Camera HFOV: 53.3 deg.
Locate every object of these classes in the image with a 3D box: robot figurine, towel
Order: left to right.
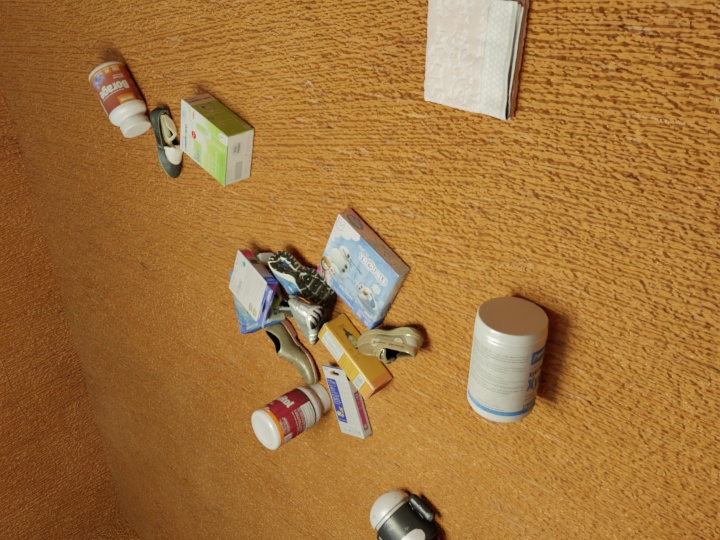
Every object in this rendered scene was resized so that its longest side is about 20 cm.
[{"bbox_3d":[0.114,0.641,1.778,0.200,0.150,0.125,45,168,22],"label":"robot figurine"},{"bbox_3d":[0.184,-0.364,1.198,0.191,0.032,0.201,27,129,38],"label":"towel"}]

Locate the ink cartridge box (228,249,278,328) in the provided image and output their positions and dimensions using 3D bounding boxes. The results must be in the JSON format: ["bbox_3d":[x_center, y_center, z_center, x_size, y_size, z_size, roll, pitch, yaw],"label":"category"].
[{"bbox_3d":[-0.271,0.045,1.844,0.200,0.042,0.120,45,126,43],"label":"ink cartridge box"}]

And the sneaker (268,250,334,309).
[{"bbox_3d":[-0.141,0.032,1.778,0.200,0.079,0.089,38,159,20],"label":"sneaker"}]

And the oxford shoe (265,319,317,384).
[{"bbox_3d":[-0.188,0.229,1.931,0.200,0.075,0.070,55,142,11],"label":"oxford shoe"}]

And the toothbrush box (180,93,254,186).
[{"bbox_3d":[-0.365,-0.332,1.811,0.200,0.086,0.146,41,137,29],"label":"toothbrush box"}]

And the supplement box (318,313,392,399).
[{"bbox_3d":[-0.015,0.206,1.725,0.200,0.066,0.069,53,144,14],"label":"supplement box"}]

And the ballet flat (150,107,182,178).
[{"bbox_3d":[-0.539,-0.359,2.016,0.068,0.068,0.201,-4,108,41],"label":"ballet flat"}]

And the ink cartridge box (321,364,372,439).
[{"bbox_3d":[-0.035,0.331,1.845,0.094,0.037,0.201,2,114,50],"label":"ink cartridge box"}]

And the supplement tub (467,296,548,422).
[{"bbox_3d":[0.268,0.165,1.319,0.132,0.132,0.201,28,131,37],"label":"supplement tub"}]

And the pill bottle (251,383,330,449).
[{"bbox_3d":[-0.180,0.379,1.904,0.113,0.200,0.113,26,129,38],"label":"pill bottle"}]

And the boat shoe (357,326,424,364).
[{"bbox_3d":[0.056,0.172,1.602,0.071,0.065,0.200,35,150,-26],"label":"boat shoe"}]

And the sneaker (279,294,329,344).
[{"bbox_3d":[-0.143,0.108,1.757,0.115,0.075,0.200,30,159,12],"label":"sneaker"}]

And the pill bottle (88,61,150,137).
[{"bbox_3d":[-0.691,-0.493,2.078,0.112,0.112,0.201,-34,84,52],"label":"pill bottle"}]

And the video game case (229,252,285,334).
[{"bbox_3d":[-0.281,0.065,1.932,0.200,0.045,0.182,-24,74,52],"label":"video game case"}]

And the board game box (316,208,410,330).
[{"bbox_3d":[0.000,0.000,1.608,0.200,0.043,0.199,46,138,21],"label":"board game box"}]
